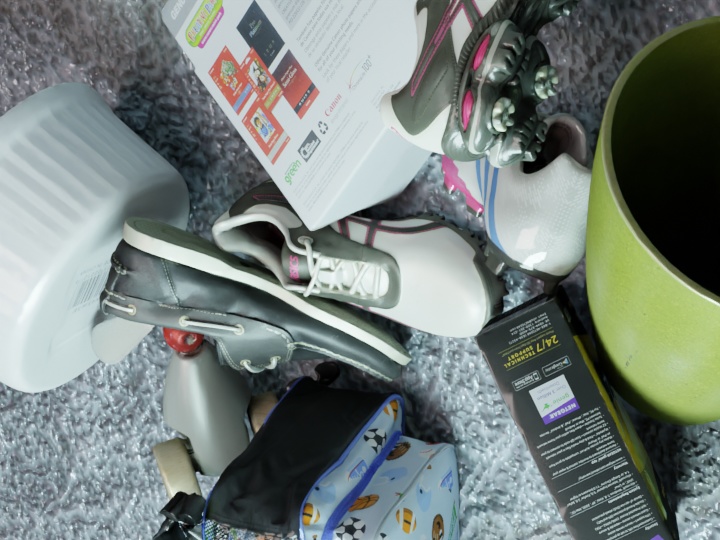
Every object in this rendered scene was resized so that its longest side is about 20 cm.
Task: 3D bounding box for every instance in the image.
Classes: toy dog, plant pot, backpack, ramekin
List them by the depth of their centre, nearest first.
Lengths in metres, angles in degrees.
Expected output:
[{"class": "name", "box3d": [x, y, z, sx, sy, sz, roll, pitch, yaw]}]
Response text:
[{"class": "plant pot", "box3d": [0.193, -0.004, 1.545, 0.187, 0.187, 0.200, 49, 152, 16]}, {"class": "backpack", "box3d": [-0.019, 0.187, 1.848, 0.154, 0.200, 0.191, 17, 125, 24]}, {"class": "ramekin", "box3d": [-0.203, -0.016, 1.919, 0.098, 0.200, 0.201, 36, 132, 17]}, {"class": "toy dog", "box3d": [-0.111, 0.058, 1.932, 0.096, 0.132, 0.200, -130, 41, -63]}]

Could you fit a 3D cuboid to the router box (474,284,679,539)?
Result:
[{"class": "router box", "box3d": [0.124, 0.091, 1.644, 0.052, 0.200, 0.157, -26, 90, 5]}]

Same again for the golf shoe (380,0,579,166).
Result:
[{"class": "golf shoe", "box3d": [0.074, -0.155, 1.568, 0.088, 0.200, 0.077, 12, 162, 35]}]

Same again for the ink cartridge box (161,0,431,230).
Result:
[{"class": "ink cartridge box", "box3d": [-0.010, -0.157, 1.730, 0.176, 0.084, 0.200, 54, 137, 15]}]

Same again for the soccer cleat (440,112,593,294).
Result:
[{"class": "soccer cleat", "box3d": [0.098, -0.057, 1.641, 0.086, 0.070, 0.200, -64, 17, 16]}]

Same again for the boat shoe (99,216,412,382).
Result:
[{"class": "boat shoe", "box3d": [-0.066, 0.031, 1.835, 0.200, 0.072, 0.068, 21, 98, -7]}]

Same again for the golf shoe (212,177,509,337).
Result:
[{"class": "golf shoe", "box3d": [0.000, 0.000, 1.796, 0.200, 0.088, 0.077, 24, 123, 35]}]
